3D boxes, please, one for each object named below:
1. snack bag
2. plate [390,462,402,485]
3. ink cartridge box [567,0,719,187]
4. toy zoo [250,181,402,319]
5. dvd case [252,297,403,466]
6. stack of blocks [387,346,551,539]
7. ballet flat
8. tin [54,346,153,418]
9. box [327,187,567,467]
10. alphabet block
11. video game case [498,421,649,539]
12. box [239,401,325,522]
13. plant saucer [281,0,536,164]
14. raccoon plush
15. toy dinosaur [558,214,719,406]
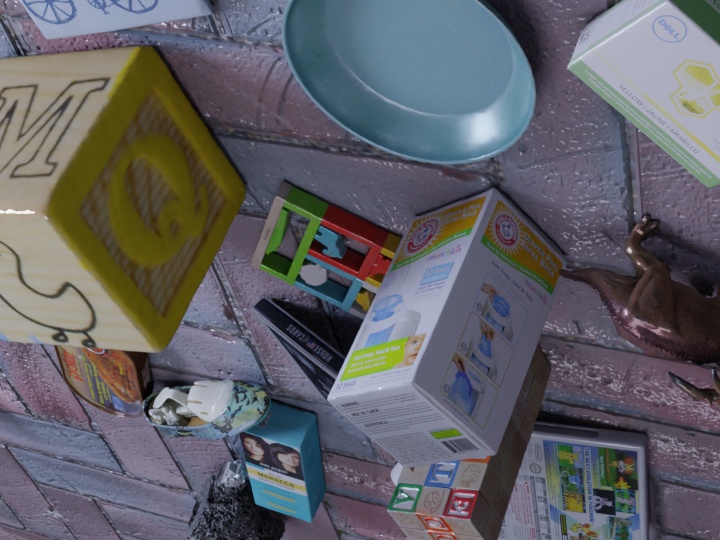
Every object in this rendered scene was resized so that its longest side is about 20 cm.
[{"bbox_3d":[-0.232,-0.264,1.052,0.187,0.022,0.200,-1,140,34],"label":"snack bag"},{"bbox_3d":[0.141,0.249,1.529,0.199,0.032,0.200,26,148,-1],"label":"plate"},{"bbox_3d":[0.252,-0.143,0.876,0.145,0.048,0.200,37,149,-17],"label":"ink cartridge box"},{"bbox_3d":[0.000,0.000,1.275,0.199,0.021,0.131,25,148,-1],"label":"toy zoo"},{"bbox_3d":[-0.019,0.116,1.368,0.200,0.025,0.151,35,164,50],"label":"dvd case"},{"bbox_3d":[0.092,0.155,1.267,0.114,0.201,0.059,-1,140,33],"label":"stack of blocks"},{"bbox_3d":[-0.188,0.159,1.581,0.199,0.075,0.074,-17,129,45],"label":"ballet flat"},{"bbox_3d":[-0.308,0.110,1.627,0.111,0.042,0.201,16,147,7],"label":"tin"},{"bbox_3d":[0.075,0.048,1.124,0.101,0.201,0.112,41,146,-24],"label":"box"},{"bbox_3d":[-0.253,-0.062,1.194,0.198,0.198,0.196,1,143,33],"label":"alphabet block"},{"bbox_3d":[0.210,0.231,1.423,0.180,0.022,0.201,5,134,19],"label":"video game case"},{"bbox_3d":[-0.093,0.231,1.644,0.082,0.049,0.201,16,147,14],"label":"box"},{"bbox_3d":[0.039,-0.160,1.005,0.198,0.036,0.201,17,148,11],"label":"plant saucer"},{"bbox_3d":[-0.144,0.326,1.769,0.133,0.097,0.200,23,156,-11],"label":"raccoon plush"},{"bbox_3d":[0.247,0.045,1.065,0.198,0.136,0.086,21,148,7],"label":"toy dinosaur"}]
